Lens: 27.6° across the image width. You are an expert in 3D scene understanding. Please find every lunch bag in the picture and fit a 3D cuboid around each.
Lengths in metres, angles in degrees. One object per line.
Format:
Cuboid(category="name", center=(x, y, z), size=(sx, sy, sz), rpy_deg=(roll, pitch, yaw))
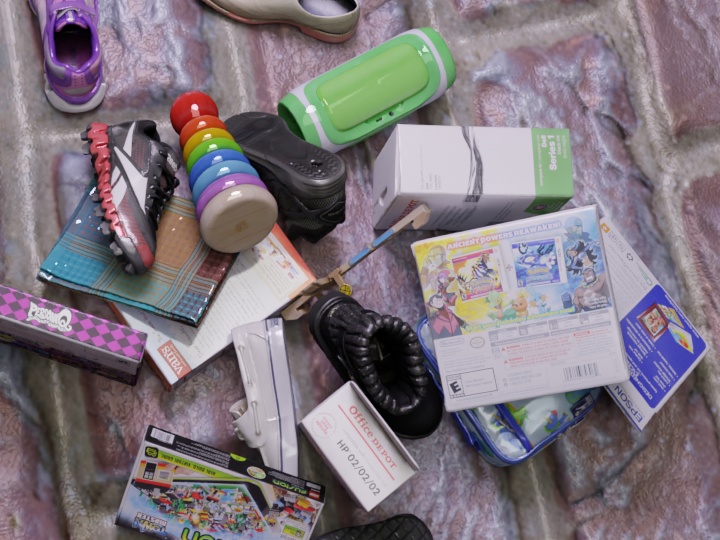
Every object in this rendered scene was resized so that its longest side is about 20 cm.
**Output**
Cuboid(category="lunch bag", center=(0.158, 0.107, 1.628), size=(0.160, 0.082, 0.201), rpy_deg=(-33, 84, -13))

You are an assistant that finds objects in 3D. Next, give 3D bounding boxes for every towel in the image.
Cuboid(category="towel", center=(-0.229, -0.025, 1.557), size=(0.198, 0.022, 0.148), rpy_deg=(16, 59, 19))

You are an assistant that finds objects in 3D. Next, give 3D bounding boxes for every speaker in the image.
Cuboid(category="speaker", center=(0.008, -0.201, 1.663), size=(0.198, 0.088, 0.089), rpy_deg=(-29, 84, -15))

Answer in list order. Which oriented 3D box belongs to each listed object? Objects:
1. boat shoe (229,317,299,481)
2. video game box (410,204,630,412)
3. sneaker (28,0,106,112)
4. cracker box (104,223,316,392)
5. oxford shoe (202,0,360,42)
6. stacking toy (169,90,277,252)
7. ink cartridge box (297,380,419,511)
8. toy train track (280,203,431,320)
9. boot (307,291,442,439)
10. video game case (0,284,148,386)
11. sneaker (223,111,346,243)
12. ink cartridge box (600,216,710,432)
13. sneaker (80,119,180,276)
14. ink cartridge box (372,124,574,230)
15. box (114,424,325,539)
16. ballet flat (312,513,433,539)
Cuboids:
Cuboid(category="boat shoe", center=(-0.104, 0.153, 1.557), size=(0.069, 0.071, 0.203), rpy_deg=(-7, 102, -1))
Cuboid(category="video game box", center=(0.168, 0.040, 1.534), size=(0.197, 0.047, 0.185), rpy_deg=(-11, 96, 14))
Cuboid(category="sneaker", center=(-0.323, -0.281, 1.616), size=(0.079, 0.089, 0.203), rpy_deg=(-10, 79, -11))
Cuboid(category="cracker box", center=(-0.165, 0.019, 1.596), size=(0.199, 0.058, 0.135), rpy_deg=(-35, 84, -17))
Cuboid(category="oxford shoe", center=(-0.093, -0.321, 1.675), size=(0.197, 0.074, 0.072), rpy_deg=(11, 76, -8))
Cuboid(category="stacking toy", center=(-0.158, -0.115, 1.556), size=(0.084, 0.086, 0.201), rpy_deg=(-18, 51, -14))
Cuboid(category="ink cartridge box", center=(-0.005, 0.182, 1.513), size=(0.068, 0.200, 0.116), rpy_deg=(-37, 86, -8))
Cuboid(category="toy train track", center=(0.000, 0.000, 1.580), size=(0.199, 0.115, 0.033), rpy_deg=(-38, 84, 16))
Cuboid(category="boot", center=(0.038, 0.116, 1.516), size=(0.080, 0.157, 0.211), rpy_deg=(-49, 116, -10))
Cuboid(category="video game case", center=(-0.316, 0.062, 1.494), size=(0.198, 0.181, 0.036), rpy_deg=(19, 75, -5))
Cuboid(category="sneaker", center=(-0.085, -0.099, 1.615), size=(0.076, 0.115, 0.199), rpy_deg=(-31, 45, -29))
Cuboid(category="ink cartridge box", center=(0.281, 0.062, 1.635), size=(0.198, 0.047, 0.200), rpy_deg=(52, 46, 2))
Cuboid(category="sneaker", center=(-0.233, -0.085, 1.544), size=(0.097, 0.071, 0.202), rpy_deg=(-16, 53, -2))
Cuboid(category="ink cartridge box", center=(0.120, -0.100, 1.630), size=(0.197, 0.146, 0.086), rpy_deg=(1, 76, -11))
Cuboid(category="box", center=(-0.146, 0.246, 1.531), size=(0.198, 0.035, 0.111), rpy_deg=(20, 112, -6))
Cuboid(category="ballet flat", center=(-0.006, 0.305, 1.540), size=(0.198, 0.067, 0.057), rpy_deg=(-14, 47, -28))
